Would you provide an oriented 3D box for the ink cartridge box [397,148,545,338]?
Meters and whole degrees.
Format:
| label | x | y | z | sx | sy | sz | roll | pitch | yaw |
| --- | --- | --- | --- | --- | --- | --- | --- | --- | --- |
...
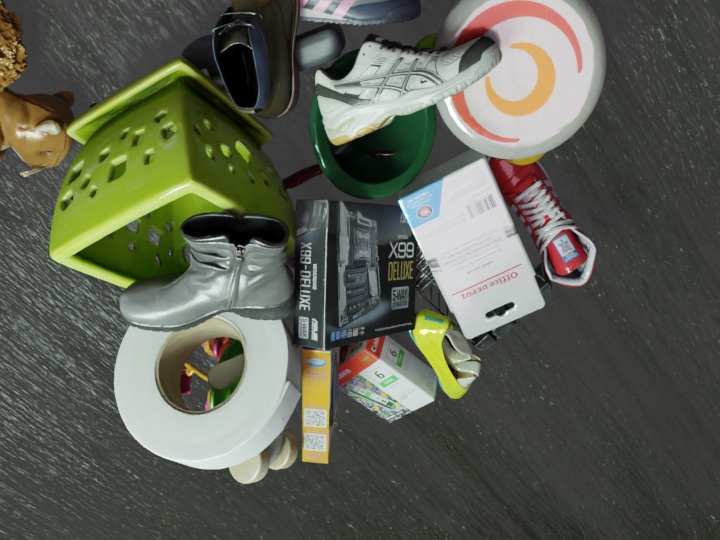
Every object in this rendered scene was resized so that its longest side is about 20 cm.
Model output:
| label | x | y | z | sx | sy | sz | roll | pitch | yaw |
| --- | --- | --- | --- | --- | --- | --- | --- | --- | --- |
| ink cartridge box | 0.137 | -0.032 | 0.798 | 0.114 | 0.067 | 0.203 | -23 | 109 | 13 |

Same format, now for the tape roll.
| label | x | y | z | sx | sy | sz | roll | pitch | yaw |
| --- | --- | --- | --- | --- | --- | --- | --- | --- | --- |
| tape roll | -0.166 | 0.113 | 0.723 | 0.197 | 0.207 | 0.071 | -8 | 157 | 4 |

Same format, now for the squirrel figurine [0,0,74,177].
| label | x | y | z | sx | sy | sz | roll | pitch | yaw |
| --- | --- | --- | --- | --- | --- | --- | --- | --- | --- |
| squirrel figurine | -0.421 | -0.195 | 0.725 | 0.181 | 0.143 | 0.204 | 3 | 121 | -10 |

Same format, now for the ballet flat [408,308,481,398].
| label | x | y | z | sx | sy | sz | roll | pitch | yaw |
| --- | --- | --- | --- | --- | --- | --- | --- | --- | --- |
| ballet flat | 0.131 | 0.124 | 0.907 | 0.066 | 0.068 | 0.201 | -1 | 142 | 33 |

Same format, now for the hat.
| label | x | y | z | sx | sy | sz | roll | pitch | yaw |
| --- | --- | --- | --- | --- | --- | --- | --- | --- | --- |
| hat | -0.031 | -0.176 | 0.806 | 0.196 | 0.175 | 0.170 | -21 | 109 | -26 |

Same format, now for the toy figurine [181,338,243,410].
| label | x | y | z | sx | sy | sz | roll | pitch | yaw |
| --- | --- | --- | --- | --- | --- | --- | --- | --- | --- |
| toy figurine | -0.218 | 0.112 | 0.895 | 0.180 | 0.150 | 0.205 | 10 | 81 | 26 |

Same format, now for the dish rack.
| label | x | y | z | sx | sy | sz | roll | pitch | yaw |
| --- | --- | --- | --- | --- | --- | --- | --- | --- | --- |
| dish rack | 0.154 | 0.007 | 0.885 | 0.199 | 0.055 | 0.153 | 40 | 109 | -18 |

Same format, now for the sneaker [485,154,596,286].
| label | x | y | z | sx | sy | sz | roll | pitch | yaw |
| --- | --- | --- | --- | --- | --- | --- | --- | --- | --- |
| sneaker | 0.229 | -0.066 | 0.812 | 0.071 | 0.113 | 0.200 | -35 | 113 | 17 |

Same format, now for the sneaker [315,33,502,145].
| label | x | y | z | sx | sy | sz | roll | pitch | yaw |
| --- | --- | --- | --- | --- | --- | --- | --- | --- | --- |
| sneaker | 0.038 | -0.197 | 0.641 | 0.196 | 0.076 | 0.090 | -17 | 100 | 24 |

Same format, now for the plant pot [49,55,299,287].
| label | x | y | z | sx | sy | sz | roll | pitch | yaw |
| --- | --- | --- | --- | --- | --- | --- | --- | --- | --- |
| plant pot | -0.201 | -0.099 | 0.717 | 0.195 | 0.186 | 0.199 | -21 | 156 | 21 |

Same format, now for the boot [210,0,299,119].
| label | x | y | z | sx | sy | sz | roll | pitch | yaw |
| --- | --- | --- | --- | --- | --- | --- | --- | --- | --- |
| boot | -0.105 | -0.253 | 0.648 | 0.073 | 0.097 | 0.205 | -4 | 108 | 14 |

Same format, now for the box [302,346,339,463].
| label | x | y | z | sx | sy | sz | roll | pitch | yaw |
| --- | --- | --- | --- | --- | --- | --- | --- | --- | --- |
| box | -0.050 | 0.132 | 0.844 | 0.040 | 0.120 | 0.204 | 6 | 119 | 2 |

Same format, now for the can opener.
| label | x | y | z | sx | sy | sz | roll | pitch | yaw |
| --- | --- | --- | --- | --- | --- | --- | --- | --- | --- |
| can opener | -0.114 | -0.241 | 0.731 | 0.195 | 0.053 | 0.068 | -9 | 123 | 16 |

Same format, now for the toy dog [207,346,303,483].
| label | x | y | z | sx | sy | sz | roll | pitch | yaw |
| --- | --- | --- | --- | --- | --- | --- | --- | --- | --- |
| toy dog | -0.137 | 0.160 | 0.800 | 0.094 | 0.205 | 0.132 | -7 | 149 | 22 |

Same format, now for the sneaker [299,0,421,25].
| label | x | y | z | sx | sy | sz | roll | pitch | yaw |
| --- | --- | --- | --- | --- | --- | --- | --- | --- | --- |
| sneaker | -0.027 | -0.315 | 0.701 | 0.194 | 0.071 | 0.084 | 3 | 121 | -4 |

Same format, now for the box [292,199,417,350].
| label | x | y | z | sx | sy | sz | roll | pitch | yaw |
| --- | --- | --- | --- | --- | --- | --- | --- | --- | --- |
| box | 0.000 | 0.000 | 0.777 | 0.049 | 0.198 | 0.162 | 4 | 94 | 34 |

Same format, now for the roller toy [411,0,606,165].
| label | x | y | z | sx | sy | sz | roll | pitch | yaw |
| --- | --- | --- | --- | --- | --- | --- | --- | --- | --- |
| roller toy | 0.171 | -0.228 | 0.710 | 0.199 | 0.141 | 0.183 | 38 | 119 | -10 |

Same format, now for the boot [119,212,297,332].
| label | x | y | z | sx | sy | sz | roll | pitch | yaw |
| --- | --- | --- | --- | --- | --- | --- | --- | --- | --- |
| boot | -0.162 | -0.005 | 0.654 | 0.194 | 0.071 | 0.133 | -8 | 144 | -2 |

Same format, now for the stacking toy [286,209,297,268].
| label | x | y | z | sx | sy | sz | roll | pitch | yaw |
| --- | --- | --- | --- | --- | --- | --- | --- | --- | --- |
| stacking toy | -0.022 | 0.003 | 0.873 | 0.085 | 0.086 | 0.200 | -38 | 119 | 18 |

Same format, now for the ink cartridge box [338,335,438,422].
| label | x | y | z | sx | sy | sz | roll | pitch | yaw |
| --- | --- | --- | --- | --- | --- | --- | --- | --- | --- |
| ink cartridge box | 0.005 | 0.134 | 0.931 | 0.198 | 0.051 | 0.108 | 37 | 134 | -18 |
